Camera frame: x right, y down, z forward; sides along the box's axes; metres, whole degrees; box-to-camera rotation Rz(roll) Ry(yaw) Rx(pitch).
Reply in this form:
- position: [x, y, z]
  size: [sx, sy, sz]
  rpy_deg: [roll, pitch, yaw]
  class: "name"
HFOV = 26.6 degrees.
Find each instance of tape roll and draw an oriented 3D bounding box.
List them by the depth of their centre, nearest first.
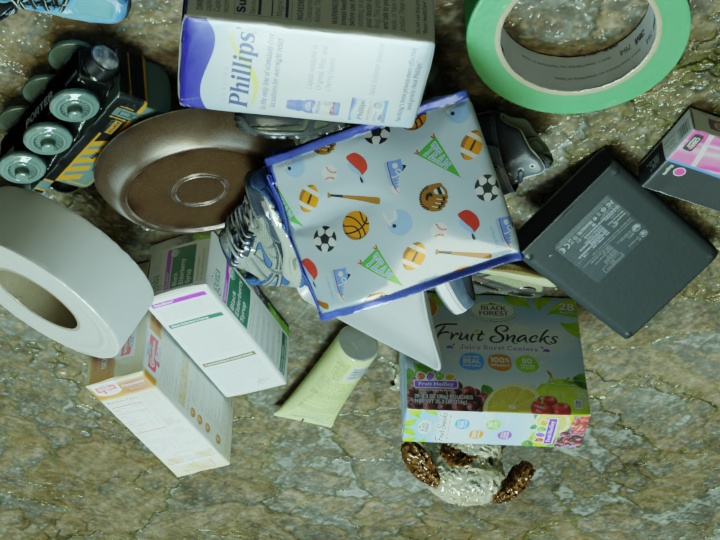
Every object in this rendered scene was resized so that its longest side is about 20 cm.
- position: [0.194, -0.226, 1.367]
  size: [0.200, 0.048, 0.201]
  rpy_deg: [0, 141, 0]
  class: "tape roll"
- position: [-0.315, 0.004, 1.564]
  size: [0.202, 0.071, 0.202]
  rpy_deg: [26, 157, 12]
  class: "tape roll"

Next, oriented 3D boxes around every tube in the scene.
- position: [-0.038, 0.134, 1.821]
  size: [0.058, 0.052, 0.200]
  rpy_deg: [45, 141, 11]
  class: "tube"

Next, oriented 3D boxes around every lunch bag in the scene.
- position: [0.028, -0.061, 1.407]
  size: [0.200, 0.124, 0.170]
  rpy_deg: [-20, 94, 2]
  class: "lunch bag"

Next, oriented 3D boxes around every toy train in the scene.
- position: [-0.268, -0.140, 1.453]
  size: [0.114, 0.085, 0.200]
  rpy_deg: [17, 139, -34]
  class: "toy train"

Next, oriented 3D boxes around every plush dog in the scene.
- position: [0.115, 0.198, 1.794]
  size: [0.200, 0.172, 0.161]
  rpy_deg: [12, 140, -16]
  class: "plush dog"

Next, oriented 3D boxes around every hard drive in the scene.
- position: [0.268, -0.023, 1.594]
  size: [0.140, 0.033, 0.200]
  rpy_deg: [-45, 126, 13]
  class: "hard drive"

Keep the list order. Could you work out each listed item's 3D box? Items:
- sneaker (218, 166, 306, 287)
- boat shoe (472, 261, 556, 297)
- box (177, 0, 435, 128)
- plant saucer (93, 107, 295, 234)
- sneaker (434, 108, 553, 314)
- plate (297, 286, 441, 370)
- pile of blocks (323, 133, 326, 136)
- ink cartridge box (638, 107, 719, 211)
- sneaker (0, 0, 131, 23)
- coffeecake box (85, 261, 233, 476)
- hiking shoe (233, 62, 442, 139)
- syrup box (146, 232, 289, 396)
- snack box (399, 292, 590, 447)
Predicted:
- position: [-0.100, -0.033, 1.496]
  size: [0.085, 0.077, 0.200]
  rpy_deg: [-8, 151, 3]
  class: "sneaker"
- position: [0.127, -0.007, 1.620]
  size: [0.200, 0.073, 0.065]
  rpy_deg: [15, 134, -18]
  class: "boat shoe"
- position: [-0.044, -0.226, 1.259]
  size: [0.200, 0.184, 0.105]
  rpy_deg: [6, 143, -6]
  class: "box"
- position: [-0.158, -0.088, 1.482]
  size: [0.200, 0.032, 0.200]
  rpy_deg: [-9, 151, -5]
  class: "plant saucer"
- position: [0.126, -0.060, 1.501]
  size: [0.146, 0.077, 0.203]
  rpy_deg: [-12, 108, 10]
  class: "sneaker"
- position: [0.000, 0.000, 1.596]
  size: [0.200, 0.032, 0.200]
  rpy_deg: [26, 152, 29]
  class: "plate"
- position: [-0.073, -0.167, 1.429]
  size: [0.200, 0.062, 0.082]
  rpy_deg: [18, 138, -21]
  class: "pile of blocks"
- position: [0.391, -0.097, 1.540]
  size: [0.200, 0.037, 0.095]
  rpy_deg: [14, 139, -20]
  class: "ink cartridge box"
- position: [-0.299, -0.240, 1.316]
  size: [0.200, 0.090, 0.078]
  rpy_deg: [10, 140, -13]
  class: "sneaker"
- position: [-0.219, 0.112, 1.704]
  size: [0.073, 0.154, 0.200]
  rpy_deg: [-16, 138, 18]
  class: "coffeecake box"
- position: [-0.028, -0.183, 1.365]
  size: [0.200, 0.076, 0.101]
  rpy_deg: [-21, 109, -20]
  class: "hiking shoe"
- position: [-0.156, 0.050, 1.686]
  size: [0.081, 0.079, 0.200]
  rpy_deg: [-14, 139, 17]
  class: "syrup box"
- position: [0.144, 0.108, 1.687]
  size: [0.200, 0.169, 0.068]
  rpy_deg: [4, 138, -3]
  class: "snack box"
